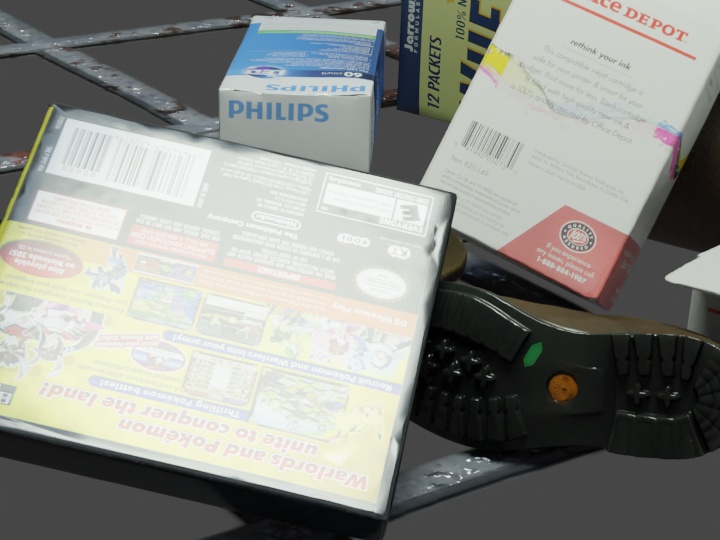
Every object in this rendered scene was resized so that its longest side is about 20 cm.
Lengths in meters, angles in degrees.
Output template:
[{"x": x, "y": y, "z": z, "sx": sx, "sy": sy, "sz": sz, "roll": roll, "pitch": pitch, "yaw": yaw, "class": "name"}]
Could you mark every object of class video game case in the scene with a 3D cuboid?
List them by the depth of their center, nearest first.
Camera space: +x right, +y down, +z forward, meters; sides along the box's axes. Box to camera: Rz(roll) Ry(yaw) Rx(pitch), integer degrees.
[{"x": -0.069, "y": 0.017, "z": 0.800, "sx": 0.199, "sy": 0.026, "sz": 0.181, "roll": 13, "pitch": 52, "yaw": 2, "class": "video game case"}]

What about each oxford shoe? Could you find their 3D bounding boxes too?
[{"x": 0.087, "y": 0.048, "z": 0.849, "sx": 0.199, "sy": 0.073, "sz": 0.084, "roll": 13, "pitch": 7, "yaw": 21, "class": "oxford shoe"}]

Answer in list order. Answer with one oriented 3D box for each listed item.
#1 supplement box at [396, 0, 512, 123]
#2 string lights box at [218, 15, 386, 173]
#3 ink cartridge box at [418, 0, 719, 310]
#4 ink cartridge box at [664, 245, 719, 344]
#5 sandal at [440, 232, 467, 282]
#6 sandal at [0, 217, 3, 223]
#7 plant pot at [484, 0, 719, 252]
[{"x": 0.163, "y": -0.183, "z": 1.317, "sx": 0.199, "sy": 0.135, "sz": 0.200, "roll": 17, "pitch": 26, "yaw": 31, "class": "supplement box"}, {"x": -0.037, "y": -0.127, "z": 1.262, "sx": 0.102, "sy": 0.059, "sz": 0.200, "roll": 3, "pitch": 22, "yaw": 3, "class": "string lights box"}, {"x": 0.126, "y": -0.094, "z": 0.973, "sx": 0.116, "sy": 0.201, "sz": 0.067, "roll": 28, "pitch": 1, "yaw": 16, "class": "ink cartridge box"}, {"x": 0.236, "y": 0.025, "z": 0.882, "sx": 0.117, "sy": 0.068, "sz": 0.200, "roll": 17, "pitch": 21, "yaw": 33, "class": "ink cartridge box"}, {"x": 0.000, "y": 0.000, "z": 0.971, "sx": 0.081, "sy": 0.055, "sz": 0.200, "roll": 1, "pitch": 7, "yaw": -20, "class": "sandal"}, {"x": -0.229, "y": -0.008, "z": 0.963, "sx": 0.200, "sy": 0.048, "sz": 0.075, "roll": 14, "pitch": 25, "yaw": 28, "class": "sandal"}, {"x": 0.199, "y": -0.090, "z": 1.068, "sx": 0.200, "sy": 0.188, "sz": 0.187, "roll": 33, "pitch": 34, "yaw": 28, "class": "plant pot"}]
